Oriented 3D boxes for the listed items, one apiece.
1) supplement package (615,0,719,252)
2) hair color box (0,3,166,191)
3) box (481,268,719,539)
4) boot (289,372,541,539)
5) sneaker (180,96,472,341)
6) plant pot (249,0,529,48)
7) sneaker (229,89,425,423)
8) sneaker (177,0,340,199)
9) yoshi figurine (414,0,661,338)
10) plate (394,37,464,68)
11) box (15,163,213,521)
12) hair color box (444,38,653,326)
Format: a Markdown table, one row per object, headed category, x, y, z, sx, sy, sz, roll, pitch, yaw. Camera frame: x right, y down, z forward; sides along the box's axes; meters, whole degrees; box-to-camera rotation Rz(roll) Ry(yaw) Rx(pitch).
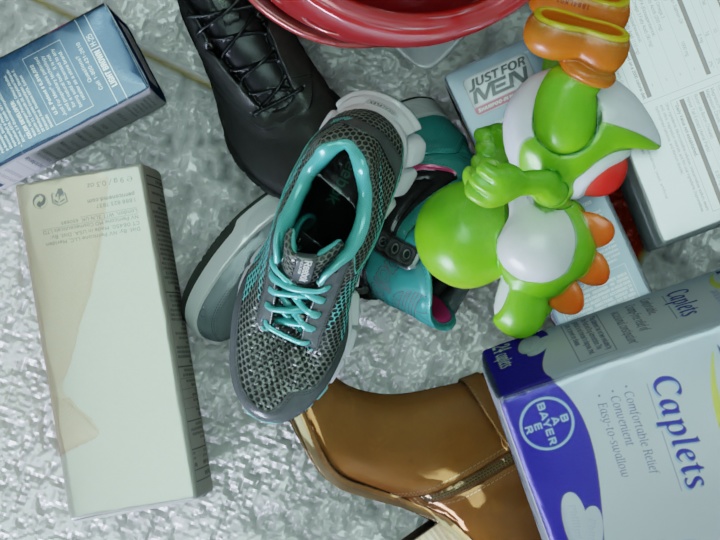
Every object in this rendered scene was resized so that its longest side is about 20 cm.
| category | x | y | z | sx | sy | sz | roll | pitch | yaw |
| --- | --- | --- | --- | --- | --- | --- | --- | --- | --- |
| supplement package | 0.235 | -0.116 | 1.594 | 0.200 | 0.152 | 0.151 | -21 | 88 | 1 |
| hair color box | -0.220 | -0.083 | 1.633 | 0.200 | 0.100 | 0.061 | -28 | 87 | 0 |
| box | 0.192 | 0.107 | 1.528 | 0.200 | 0.105 | 0.184 | -20 | 102 | 1 |
| boot | 0.048 | 0.086 | 1.634 | 0.155 | 0.074 | 0.200 | -37 | 102 | 0 |
| sneaker | 0.000 | 0.000 | 1.620 | 0.200 | 0.084 | 0.121 | -40 | 57 | -1 |
| plant pot | 0.014 | -0.218 | 1.507 | 0.200 | 0.182 | 0.200 | 0 | 91 | -9 |
| sneaker | -0.031 | -0.004 | 1.536 | 0.078 | 0.091 | 0.200 | 21 | 105 | 9 |
| sneaker | -0.067 | -0.127 | 1.610 | 0.076 | 0.091 | 0.200 | -30 | 67 | 1 |
| yoshi figurine | 0.083 | -0.060 | 1.514 | 0.112 | 0.112 | 0.200 | -9 | 123 | -35 |
| plate | 0.033 | -0.253 | 1.619 | 0.200 | 0.032 | 0.200 | 44 | 85 | -9 |
| box | -0.144 | 0.043 | 1.631 | 0.078 | 0.095 | 0.200 | -9 | 87 | 2 |
| hair color box | 0.117 | -0.033 | 1.622 | 0.061 | 0.099 | 0.200 | -24 | 88 | 2 |
